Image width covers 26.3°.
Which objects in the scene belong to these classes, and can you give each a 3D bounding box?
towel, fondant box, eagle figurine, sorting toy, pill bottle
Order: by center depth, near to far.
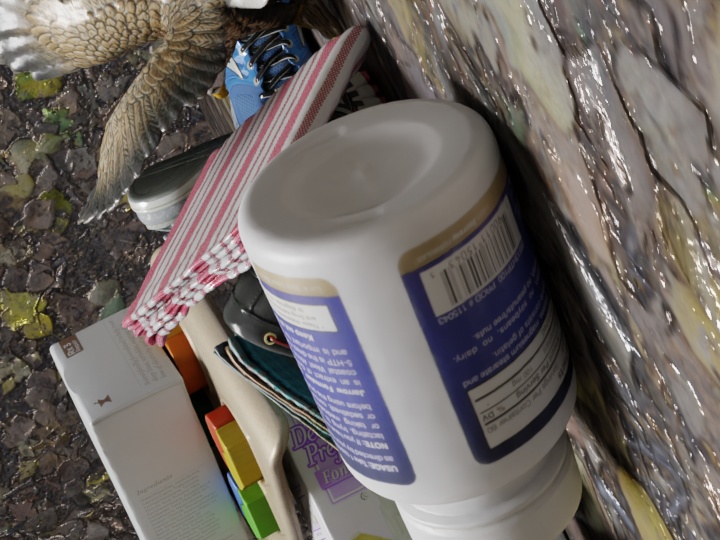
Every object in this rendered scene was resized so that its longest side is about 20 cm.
[{"bbox_3d":[0.033,0.035,0.707,0.201,0.119,0.120,68,174,-30],"label":"pill bottle"},{"bbox_3d":[-0.064,-0.044,0.881,0.030,0.147,0.200,33,149,-16],"label":"towel"},{"bbox_3d":[-0.116,-0.136,0.919,0.152,0.199,0.152,67,174,-29],"label":"eagle figurine"},{"bbox_3d":[0.020,0.090,0.930,0.199,0.022,0.146,36,-162,15],"label":"towel"},{"bbox_3d":[0.034,0.142,1.030,0.201,0.143,0.058,63,164,8],"label":"fondant box"},{"bbox_3d":[-0.094,0.106,1.057,0.186,0.036,0.201,55,161,33],"label":"sorting toy"}]

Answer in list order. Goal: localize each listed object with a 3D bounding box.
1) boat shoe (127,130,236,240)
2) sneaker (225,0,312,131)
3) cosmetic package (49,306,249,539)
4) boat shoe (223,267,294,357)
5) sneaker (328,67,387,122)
[{"bbox_3d":[-0.109,-0.059,1.129,0.202,0.074,0.065,-51,-59,-73],"label":"boat shoe"},{"bbox_3d":[-0.074,-0.156,1.089,0.201,0.078,0.089,61,177,33],"label":"sneaker"},{"bbox_3d":[-0.143,0.136,1.092,0.102,0.074,0.201,48,159,49],"label":"cosmetic package"},{"bbox_3d":[0.000,0.032,0.915,0.201,0.063,0.074,22,-164,-47],"label":"boat shoe"},{"bbox_3d":[-0.007,-0.061,0.895,0.081,0.074,0.200,67,175,-31],"label":"sneaker"}]
